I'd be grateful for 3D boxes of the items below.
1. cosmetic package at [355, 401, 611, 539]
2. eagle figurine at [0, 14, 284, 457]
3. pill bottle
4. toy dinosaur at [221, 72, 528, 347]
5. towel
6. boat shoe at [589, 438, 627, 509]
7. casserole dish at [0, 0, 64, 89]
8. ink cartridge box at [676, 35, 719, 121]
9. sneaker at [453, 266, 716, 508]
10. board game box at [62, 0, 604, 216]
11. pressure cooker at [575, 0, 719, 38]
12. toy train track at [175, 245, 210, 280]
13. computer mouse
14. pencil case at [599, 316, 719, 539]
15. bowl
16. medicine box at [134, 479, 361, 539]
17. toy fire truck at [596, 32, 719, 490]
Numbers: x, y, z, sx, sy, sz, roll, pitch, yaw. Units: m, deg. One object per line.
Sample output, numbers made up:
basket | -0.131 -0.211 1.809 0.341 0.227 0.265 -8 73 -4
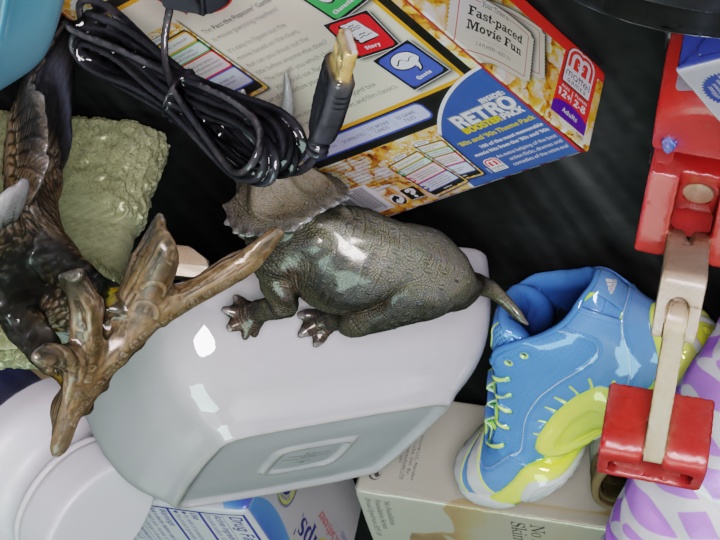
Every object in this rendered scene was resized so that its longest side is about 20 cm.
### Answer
cosmetic package | 0.106 0.139 1.114 0.198 0.071 0.105 7 149 17
eagle figurine | -0.150 -0.014 0.794 0.151 0.200 0.152 -14 132 -32
pill bottle | -0.216 0.092 1.075 0.200 0.111 0.111 35 160 28
toy dinosaur | 0.000 0.000 0.832 0.199 0.077 0.102 30 156 -21
towel | -0.200 -0.017 0.925 0.198 0.149 0.037 2 150 17
boat shoe | 0.196 0.083 0.976 0.074 0.067 0.200 30 146 -21
casserole dish | -0.145 -0.151 0.717 0.039 0.122 0.200 -16 160 -25
ink cartridge box | 0.195 -0.059 0.707 0.044 0.095 0.200 -12 140 40
sneaker | 0.094 0.053 0.981 0.105 0.076 0.200 37 133 -16
board game box | -0.017 -0.102 0.788 0.200 0.047 0.151 36 145 -31
pressure cooker | 0.101 -0.164 0.493 0.177 0.177 0.201 16 148 8
toy train track | -0.181 -0.020 1.016 0.198 0.033 0.115 7 174 -1
computer mouse | -0.056 -0.120 0.671 0.140 0.046 0.201 37 134 20
pencil case | 0.183 0.089 0.887 0.083 0.086 0.201 17 115 -11
bowl | -0.035 0.064 0.968 0.199 0.075 0.200 -8 160 -23
medicine box | -0.121 0.141 1.197 0.198 0.104 0.183 4 149 19
toy fire truck | 0.138 -0.008 0.775 0.048 0.142 0.200 10 150 10
